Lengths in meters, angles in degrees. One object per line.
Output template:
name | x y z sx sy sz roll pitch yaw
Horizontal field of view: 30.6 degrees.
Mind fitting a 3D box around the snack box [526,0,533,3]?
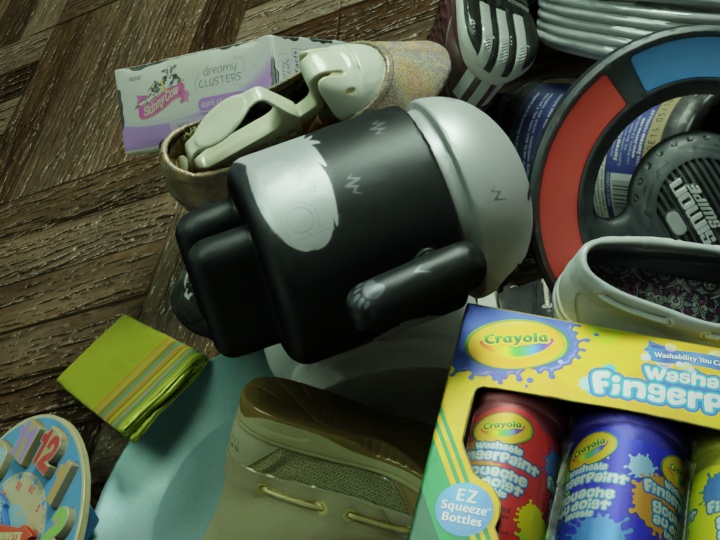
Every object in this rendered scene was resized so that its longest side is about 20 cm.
snack box | 0.140 -0.254 1.050 0.168 0.068 0.200 -32 7 8

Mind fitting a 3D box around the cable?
cable | 0.215 -0.171 0.888 0.199 0.070 0.199 20 20 38

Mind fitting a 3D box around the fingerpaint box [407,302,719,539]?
fingerpaint box | 0.133 0.117 0.679 0.198 0.074 0.168 11 53 11

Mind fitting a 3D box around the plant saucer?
plant saucer | -0.112 0.146 0.924 0.200 0.039 0.202 -36 31 25

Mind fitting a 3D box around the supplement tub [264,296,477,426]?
supplement tub | 0.000 0.000 0.883 0.144 0.145 0.202 -22 60 20

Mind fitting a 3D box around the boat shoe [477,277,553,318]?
boat shoe | 0.121 0.079 0.799 0.060 0.074 0.201 -23 38 11

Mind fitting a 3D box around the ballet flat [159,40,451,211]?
ballet flat | -0.037 -0.098 0.819 0.199 0.067 0.068 -29 56 4

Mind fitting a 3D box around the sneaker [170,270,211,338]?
sneaker | -0.093 0.031 0.967 0.080 0.074 0.200 -39 -8 14

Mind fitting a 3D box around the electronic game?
electronic game | 0.195 -0.041 0.766 0.199 0.201 0.042 -33 12 6

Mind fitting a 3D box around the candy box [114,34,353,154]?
candy box | -0.072 -0.141 1.082 0.166 0.199 0.072 -4 93 36

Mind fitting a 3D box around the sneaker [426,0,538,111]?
sneaker | 0.064 -0.176 0.910 0.116 0.075 0.201 125 158 -44

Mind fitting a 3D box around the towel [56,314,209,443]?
towel | -0.186 0.082 1.054 0.086 0.018 0.200 -44 23 -15

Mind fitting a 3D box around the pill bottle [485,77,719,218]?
pill bottle | 0.157 -0.073 0.888 0.199 0.112 0.112 11 59 44

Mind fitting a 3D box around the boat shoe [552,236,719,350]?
boat shoe | 0.207 0.018 0.720 0.198 0.069 0.073 14 61 4

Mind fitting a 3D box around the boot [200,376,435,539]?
boot | 0.000 0.167 0.792 0.073 0.198 0.157 -75 6 -70

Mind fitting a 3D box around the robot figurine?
robot figurine | 0.000 -0.020 0.745 0.198 0.125 0.151 -20 67 -10

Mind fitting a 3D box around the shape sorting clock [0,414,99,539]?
shape sorting clock | -0.267 0.203 0.984 0.199 0.039 0.202 -28 45 32
